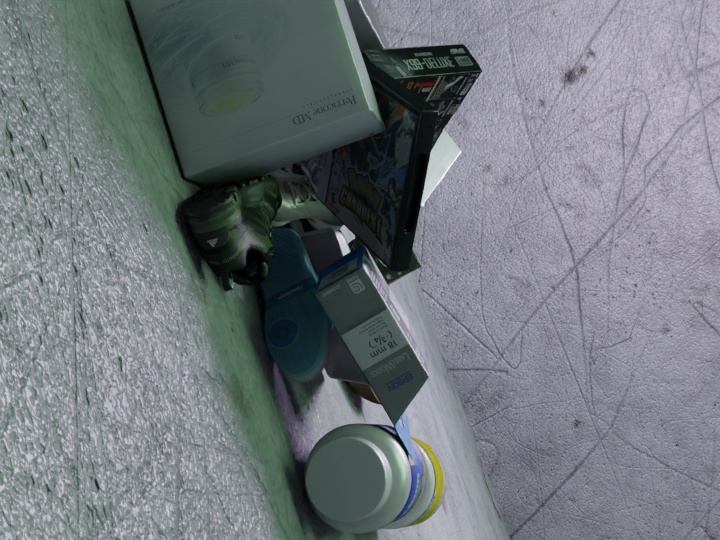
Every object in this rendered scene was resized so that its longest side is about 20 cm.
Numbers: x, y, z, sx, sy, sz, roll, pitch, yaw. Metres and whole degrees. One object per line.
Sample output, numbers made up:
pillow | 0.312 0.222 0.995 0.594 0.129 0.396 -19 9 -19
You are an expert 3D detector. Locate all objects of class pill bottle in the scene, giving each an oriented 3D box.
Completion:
pill bottle | 0.047 0.260 1.484 0.200 0.112 0.113 46 26 -75
pill bottle | 0.003 0.217 1.262 0.200 0.112 0.113 35 36 -78

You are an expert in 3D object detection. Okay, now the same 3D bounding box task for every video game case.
video game case | 0.013 -0.124 1.316 0.200 0.025 0.182 46 -47 51

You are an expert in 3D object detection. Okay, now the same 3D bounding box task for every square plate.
square plate | -0.028 0.042 1.456 0.198 0.028 0.201 -2 -69 65

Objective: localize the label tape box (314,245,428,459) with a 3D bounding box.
label tape box | 0.029 0.082 1.281 0.201 0.063 0.144 59 6 -8

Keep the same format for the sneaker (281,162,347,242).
sneaker | -0.088 -0.080 1.636 0.089 0.077 0.201 -13 -81 66

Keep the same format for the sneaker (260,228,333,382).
sneaker | -0.058 0.060 1.351 0.131 0.079 0.201 60 14 -51

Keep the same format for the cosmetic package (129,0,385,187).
cosmetic package | -0.102 -0.211 1.226 0.123 0.198 0.201 10 61 -82

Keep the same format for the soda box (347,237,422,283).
soda box | 0.000 0.000 1.483 0.064 0.071 0.200 65 -23 3

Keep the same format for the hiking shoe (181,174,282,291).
hiking shoe | -0.122 -0.036 1.196 0.200 0.075 0.101 -41 120 -73

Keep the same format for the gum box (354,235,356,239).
gum box | 0.015 -0.030 1.688 0.200 0.044 0.171 91 -3 -57

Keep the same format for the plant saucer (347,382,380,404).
plant saucer | -0.013 0.104 1.749 0.200 0.036 0.201 -19 90 -84

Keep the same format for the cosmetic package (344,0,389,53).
cosmetic package | -0.037 -0.285 1.386 0.200 0.106 0.091 52 20 -69

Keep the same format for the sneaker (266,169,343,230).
sneaker | -0.056 -0.097 1.513 0.200 0.092 0.076 3 75 -55

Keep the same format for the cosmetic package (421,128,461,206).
cosmetic package | 0.035 -0.191 1.629 0.200 0.052 0.151 50 41 -12

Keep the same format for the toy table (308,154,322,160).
toy table | -0.122 -0.199 1.396 0.200 0.117 0.185 -3 73 -82

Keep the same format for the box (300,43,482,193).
box | 0.035 -0.182 1.455 0.050 0.157 0.200 59 -40 25
